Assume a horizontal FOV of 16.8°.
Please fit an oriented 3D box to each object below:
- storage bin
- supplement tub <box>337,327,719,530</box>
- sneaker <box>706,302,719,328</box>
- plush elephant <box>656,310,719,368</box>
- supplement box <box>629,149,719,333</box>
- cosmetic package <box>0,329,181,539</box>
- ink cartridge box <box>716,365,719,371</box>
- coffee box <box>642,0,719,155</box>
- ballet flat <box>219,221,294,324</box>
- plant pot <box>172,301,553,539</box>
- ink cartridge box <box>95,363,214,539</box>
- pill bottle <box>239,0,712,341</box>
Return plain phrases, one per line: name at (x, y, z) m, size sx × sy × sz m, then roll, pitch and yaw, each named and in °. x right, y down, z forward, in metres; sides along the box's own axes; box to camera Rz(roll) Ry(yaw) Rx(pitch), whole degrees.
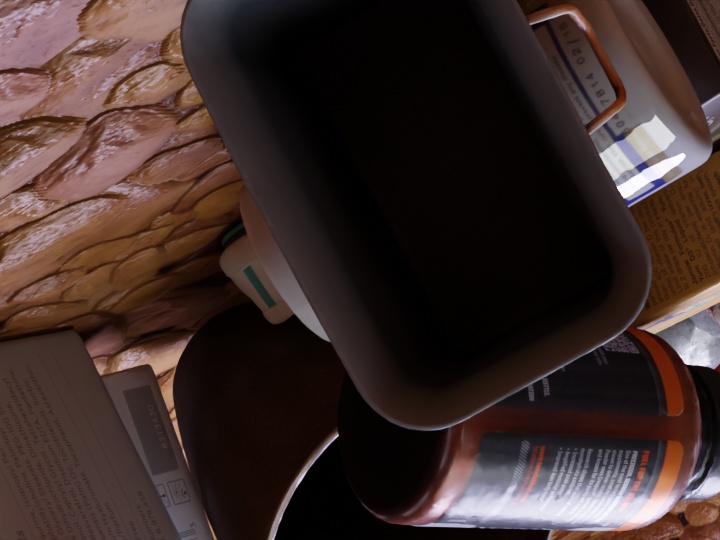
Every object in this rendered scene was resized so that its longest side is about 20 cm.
storage bin at (0.038, -0.052, 0.996) m, size 0.145 × 0.200 × 0.134 m, roll -29°, pitch 177°, yaw 9°
supplement tub at (0.095, 0.078, 1.219) m, size 0.200 × 0.107 × 0.107 m, roll 6°, pitch 149°, yaw -32°
sneaker at (0.270, -0.028, 1.309) m, size 0.201 × 0.108 × 0.067 m, roll -30°, pitch 169°, yaw 15°
plush elephant at (0.196, -0.003, 1.494) m, size 0.200 × 0.155 × 0.165 m, roll -20°, pitch 164°, yaw -28°
supplement box at (0.186, -0.022, 1.265) m, size 0.200 × 0.069 × 0.066 m, roll -32°, pitch 165°, yaw 31°
cosmetic package at (-0.226, 0.150, 1.256) m, size 0.167 × 0.167 × 0.200 m, roll -37°, pitch 163°, yaw 35°
ink cartridge box at (0.212, 0.036, 1.587) m, size 0.161 × 0.050 × 0.200 m, roll -40°, pitch -160°, yaw -9°
coffee box at (0.168, -0.096, 1.268) m, size 0.114 × 0.080 × 0.200 m, roll -34°, pitch 165°, yaw 29°
ballet flat at (0.000, 0.000, 1.339) m, size 0.069 × 0.070 × 0.200 m, roll -36°, pitch 164°, yaw 33°
plant pot at (-0.021, 0.099, 1.359) m, size 0.187 × 0.200 × 0.187 m, roll -16°, pitch 122°, yaw -27°
ink cartridge box at (-0.165, 0.161, 1.372) m, size 0.200 × 0.161 × 0.050 m, roll -28°, pitch 170°, yaw 39°
pill bottle at (0.049, -0.053, 1.128) m, size 0.200 × 0.120 × 0.120 m, roll -31°, pitch 165°, yaw 16°
